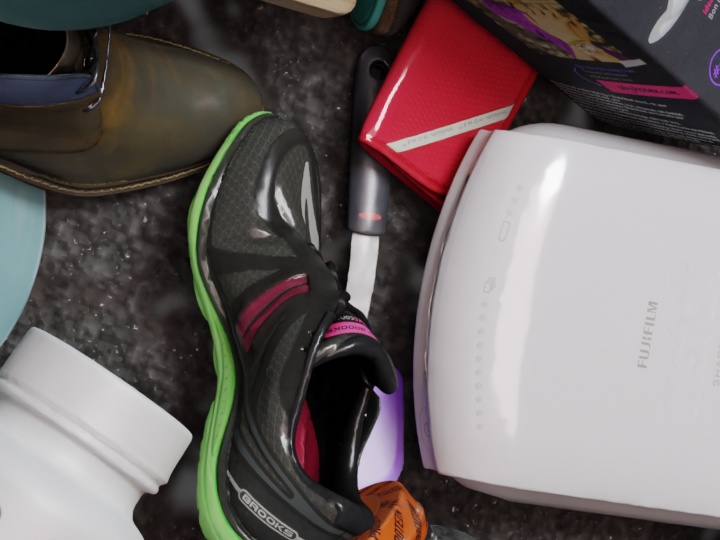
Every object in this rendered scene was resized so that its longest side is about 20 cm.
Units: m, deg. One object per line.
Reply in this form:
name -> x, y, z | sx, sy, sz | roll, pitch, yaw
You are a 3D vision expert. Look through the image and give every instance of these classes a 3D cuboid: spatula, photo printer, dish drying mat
spatula -> 0.000, 0.000, 1.013 | 0.056, 0.021, 0.202 | 7, 87, -14
photo printer -> 0.121, 0.026, 1.017 | 0.198, 0.069, 0.168 | 10, 90, -19
dish drying mat -> 0.069, -0.126, 1.021 | 0.077, 0.018, 0.201 | 36, 79, -38

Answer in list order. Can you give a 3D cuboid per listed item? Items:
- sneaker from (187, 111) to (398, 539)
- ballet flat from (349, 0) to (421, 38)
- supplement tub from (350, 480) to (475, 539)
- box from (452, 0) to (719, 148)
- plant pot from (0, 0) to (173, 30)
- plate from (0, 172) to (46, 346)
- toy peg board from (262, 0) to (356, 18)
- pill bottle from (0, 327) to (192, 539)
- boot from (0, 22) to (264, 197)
sneaker -> -0.022, 0.028, 0.952 | 0.077, 0.083, 0.202 | 22, 57, -52
ballet flat -> 0.027, -0.203, 1.000 | 0.068, 0.068, 0.202 | -4, 91, -24
supplement tub -> 0.037, 0.197, 0.971 | 0.122, 0.122, 0.201 | -38, 100, -13
box -> 0.109, -0.148, 0.961 | 0.200, 0.106, 0.123 | 34, 78, -43
plant pot -> -0.072, -0.191, 0.788 | 0.199, 0.161, 0.202 | 0, 90, -34
plate -> -0.227, -0.028, 0.946 | 0.198, 0.026, 0.202 | 0, 90, -17
toy peg board -> -0.094, -0.220, 0.928 | 0.199, 0.098, 0.201 | 12, 83, -34
pill bottle -> -0.155, 0.127, 0.922 | 0.110, 0.111, 0.201 | 36, 81, -13
boot -> -0.113, -0.075, 0.928 | 0.199, 0.097, 0.075 | 1, 81, -30
